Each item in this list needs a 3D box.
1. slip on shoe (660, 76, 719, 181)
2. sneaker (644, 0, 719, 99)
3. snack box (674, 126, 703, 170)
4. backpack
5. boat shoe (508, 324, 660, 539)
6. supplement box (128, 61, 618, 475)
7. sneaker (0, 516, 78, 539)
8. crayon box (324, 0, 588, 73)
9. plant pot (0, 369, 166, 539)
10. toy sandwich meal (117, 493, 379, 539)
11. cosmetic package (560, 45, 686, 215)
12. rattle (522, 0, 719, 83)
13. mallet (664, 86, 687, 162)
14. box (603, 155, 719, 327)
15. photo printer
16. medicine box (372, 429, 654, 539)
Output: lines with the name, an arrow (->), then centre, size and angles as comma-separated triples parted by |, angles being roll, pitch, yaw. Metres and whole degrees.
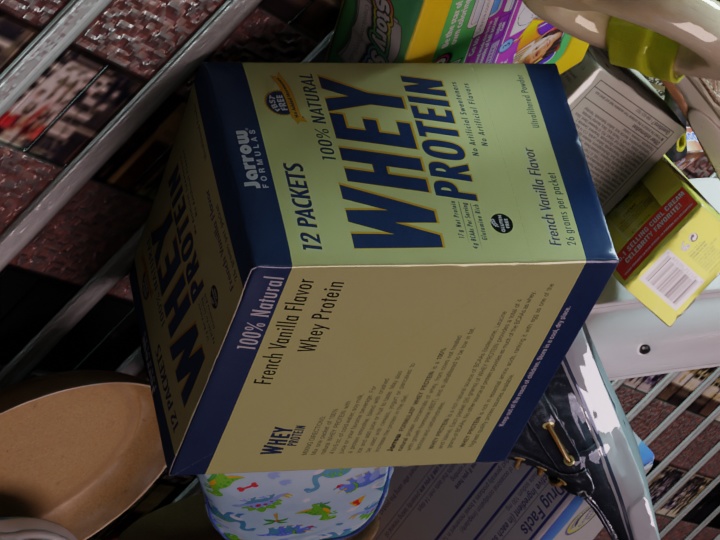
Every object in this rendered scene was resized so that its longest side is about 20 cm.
slip on shoe -> 0.203, -0.134, 1.758 | 0.061, 0.200, 0.076 | -29, -155, 9
sneaker -> 0.231, -0.146, 1.894 | 0.077, 0.089, 0.200 | -22, 156, -42
snack box -> 0.146, -0.033, 2.022 | 0.200, 0.024, 0.072 | -39, 164, 27
backpack -> -0.046, 0.090, 1.794 | 0.163, 0.154, 0.200 | -12, 172, -7
boat shoe -> 0.120, 0.105, 1.830 | 0.091, 0.200, 0.071 | -20, -154, 8
supplement box -> 0.000, 0.000, 1.568 | 0.200, 0.134, 0.200 | -1, 145, -20
sneaker -> -0.198, 0.204, 1.636 | 0.080, 0.131, 0.200 | -42, 152, 17
crayon box -> 0.067, -0.157, 1.597 | 0.173, 0.058, 0.200 | -30, 157, -29
plant pot -> -0.196, 0.116, 1.664 | 0.200, 0.027, 0.200 | -24, 153, -13
toy sandwich meal -> -0.073, 0.199, 1.914 | 0.205, 0.070, 0.205 | -10, -166, 2
cosmetic package -> 0.091, -0.053, 1.799 | 0.200, 0.073, 0.104 | -45, 136, 13
rattle -> 0.137, -0.181, 1.501 | 0.200, 0.130, 0.143 | 27, 98, -40
mallet -> 0.208, -0.153, 1.841 | 0.066, 0.041, 0.200 | -39, 145, -23
box -> 0.168, -0.045, 1.846 | 0.075, 0.200, 0.050 | -46, 121, 9
photo printer -> 0.156, 0.009, 1.908 | 0.200, 0.166, 0.069 | -7, 119, -1
medicine box -> 0.063, 0.127, 1.981 | 0.103, 0.200, 0.182 | -16, 148, -53
